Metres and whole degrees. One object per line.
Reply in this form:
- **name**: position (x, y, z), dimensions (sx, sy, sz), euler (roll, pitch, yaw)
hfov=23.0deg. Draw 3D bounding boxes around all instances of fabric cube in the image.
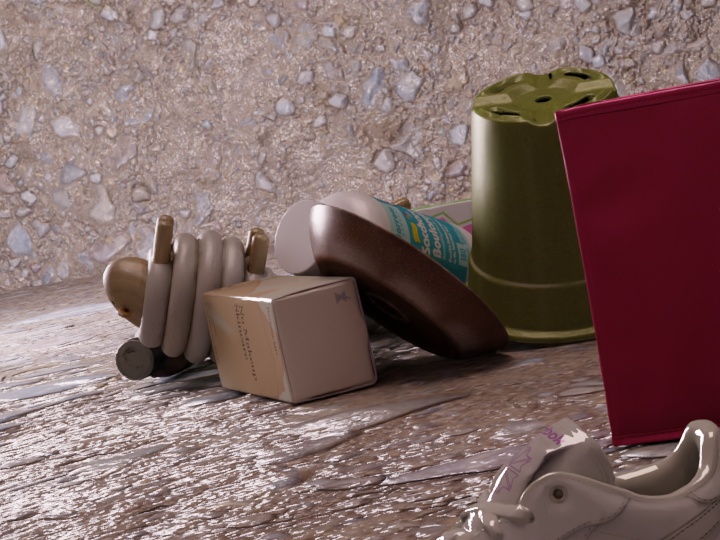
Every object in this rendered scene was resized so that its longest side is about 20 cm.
- **fabric cube**: position (0.242, -0.021, 1.076), dimensions (0.196, 0.199, 0.200), euler (-10, 5, 16)

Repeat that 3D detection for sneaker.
- **sneaker**: position (0.043, 0.105, 0.598), dimensions (0.200, 0.100, 0.075), euler (-13, 7, -14)

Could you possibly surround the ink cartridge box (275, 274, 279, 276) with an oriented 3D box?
- **ink cartridge box**: position (-0.126, 0.029, 1.844), dimensions (0.146, 0.048, 0.200), euler (26, 12, 8)

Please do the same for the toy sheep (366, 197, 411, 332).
- **toy sheep**: position (0.000, 0.000, 1.814), dimensions (0.138, 0.138, 0.200), euler (-12, -38, -16)

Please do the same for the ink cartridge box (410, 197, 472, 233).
- **ink cartridge box**: position (0.103, -0.027, 2.094), dimensions (0.200, 0.104, 0.059), euler (-10, 4, 15)

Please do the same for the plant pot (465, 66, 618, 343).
- **plant pot**: position (0.170, -0.068, 1.527), dimensions (0.200, 0.190, 0.200), euler (-9, 24, 4)

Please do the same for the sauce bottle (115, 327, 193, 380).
- **sauce bottle**: position (-0.193, 0.072, 1.794), dimensions (0.066, 0.066, 0.200), euler (-10, 3, 15)

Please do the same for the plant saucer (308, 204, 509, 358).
- **plant saucer**: position (0.031, 0.019, 1.482), dimensions (0.037, 0.200, 0.200), euler (-55, 18, -13)

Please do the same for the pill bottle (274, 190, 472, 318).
- **pill bottle**: position (0.015, -0.010, 1.655), dimensions (0.111, 0.111, 0.200), euler (-7, -16, 44)

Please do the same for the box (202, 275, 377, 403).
- **box**: position (-0.064, 0.056, 1.523), dimensions (0.078, 0.095, 0.200), euler (-14, 4, -21)

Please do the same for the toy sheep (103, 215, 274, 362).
- **toy sheep**: position (-0.142, 0.023, 1.672), dimensions (0.200, 0.138, 0.138), euler (8, 3, -5)
